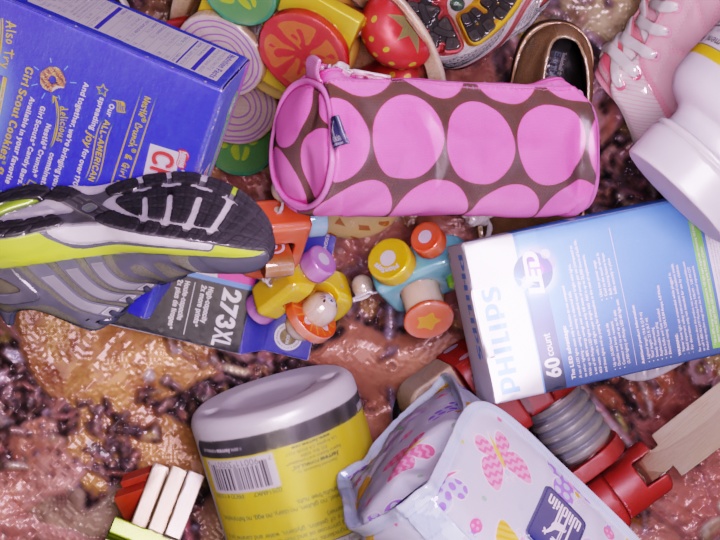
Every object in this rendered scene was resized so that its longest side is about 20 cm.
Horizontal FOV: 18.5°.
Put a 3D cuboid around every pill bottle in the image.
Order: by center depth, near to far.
[{"bbox_3d":[0.257,-0.115,1.320,0.111,0.111,0.200,44,90,-7],"label":"pill bottle"},{"bbox_3d":[-0.033,0.173,1.457,0.114,0.114,0.201,-15,100,2],"label":"pill bottle"}]

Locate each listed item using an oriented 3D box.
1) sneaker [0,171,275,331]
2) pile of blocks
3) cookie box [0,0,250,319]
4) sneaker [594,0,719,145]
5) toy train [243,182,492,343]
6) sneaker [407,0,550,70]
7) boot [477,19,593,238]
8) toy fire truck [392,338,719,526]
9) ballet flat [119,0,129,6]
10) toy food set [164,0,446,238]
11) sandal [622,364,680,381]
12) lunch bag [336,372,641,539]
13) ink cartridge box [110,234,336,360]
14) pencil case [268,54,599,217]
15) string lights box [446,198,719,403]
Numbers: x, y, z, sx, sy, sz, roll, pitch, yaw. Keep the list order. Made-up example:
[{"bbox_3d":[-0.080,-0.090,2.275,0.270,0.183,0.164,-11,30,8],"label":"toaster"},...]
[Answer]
[{"bbox_3d":[-0.143,-0.008,1.330,0.199,0.074,0.081,0,125,19],"label":"sneaker"},{"bbox_3d":[-0.168,0.214,1.479,0.062,0.082,0.201,21,99,-4],"label":"pile of blocks"},{"bbox_3d":[-0.190,-0.087,1.377,0.199,0.075,0.172,23,116,3],"label":"cookie box"},{"bbox_3d":[0.199,-0.158,1.403,0.104,0.075,0.201,-7,123,5],"label":"sneaker"},{"bbox_3d":[0.000,0.000,1.402,0.199,0.150,0.056,-3,59,-20],"label":"toy train"},{"bbox_3d":[0.105,-0.208,1.419,0.200,0.082,0.078,-42,77,-8],"label":"sneaker"},{"bbox_3d":[0.117,-0.061,1.439,0.073,0.075,0.201,4,101,-3],"label":"boot"},{"bbox_3d":[0.148,0.104,1.453,0.200,0.129,0.176,-34,98,-7],"label":"toy fire truck"},{"bbox_3d":[-0.162,-0.199,1.420,0.069,0.069,0.200,42,103,-7],"label":"ballet flat"},{"bbox_3d":[-0.040,-0.121,1.395,0.197,0.049,0.200,29,137,4],"label":"toy food set"},{"bbox_3d":[0.247,-0.001,1.463,0.206,0.059,0.079,-35,82,26],"label":"sandal"},{"bbox_3d":[0.083,0.164,1.311,0.127,0.200,0.170,-44,96,5],"label":"lunch bag"},{"bbox_3d":[-0.121,-0.003,1.468,0.199,0.037,0.095,13,100,-5],"label":"ink cartridge box"},{"bbox_3d":[0.049,-0.078,1.329,0.199,0.091,0.094,0,95,-30],"label":"pencil case"},{"bbox_3d":[0.164,0.013,1.383,0.199,0.059,0.103,-11,91,-8],"label":"string lights box"}]
